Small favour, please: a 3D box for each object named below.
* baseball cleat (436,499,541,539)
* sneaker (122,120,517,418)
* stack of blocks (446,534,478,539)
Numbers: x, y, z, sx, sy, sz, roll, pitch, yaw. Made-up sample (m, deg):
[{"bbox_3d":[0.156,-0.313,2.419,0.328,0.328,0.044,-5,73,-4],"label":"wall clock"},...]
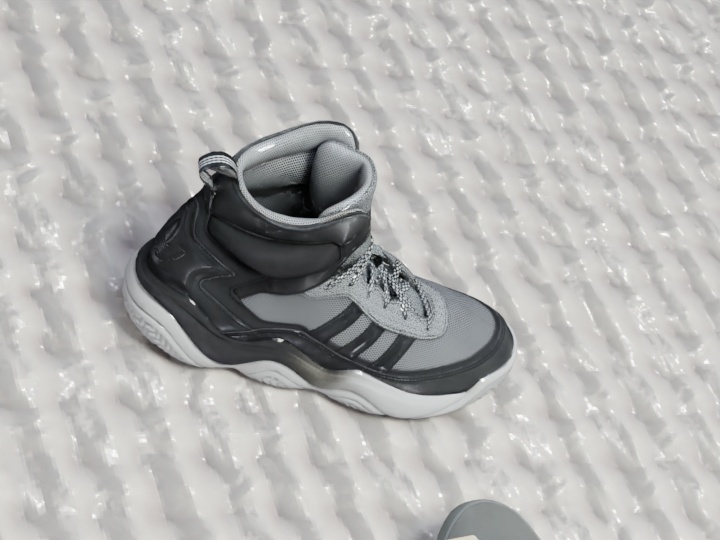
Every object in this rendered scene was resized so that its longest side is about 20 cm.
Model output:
[{"bbox_3d":[0.078,0.156,0.790,0.069,0.107,0.201,8,43,-20],"label":"baseball cleat"},{"bbox_3d":[0.000,0.000,0.893,0.198,0.114,0.076,12,43,-23],"label":"sneaker"},{"bbox_3d":[0.040,0.212,0.700,0.058,0.115,0.201,-5,52,-36],"label":"stack of blocks"}]
